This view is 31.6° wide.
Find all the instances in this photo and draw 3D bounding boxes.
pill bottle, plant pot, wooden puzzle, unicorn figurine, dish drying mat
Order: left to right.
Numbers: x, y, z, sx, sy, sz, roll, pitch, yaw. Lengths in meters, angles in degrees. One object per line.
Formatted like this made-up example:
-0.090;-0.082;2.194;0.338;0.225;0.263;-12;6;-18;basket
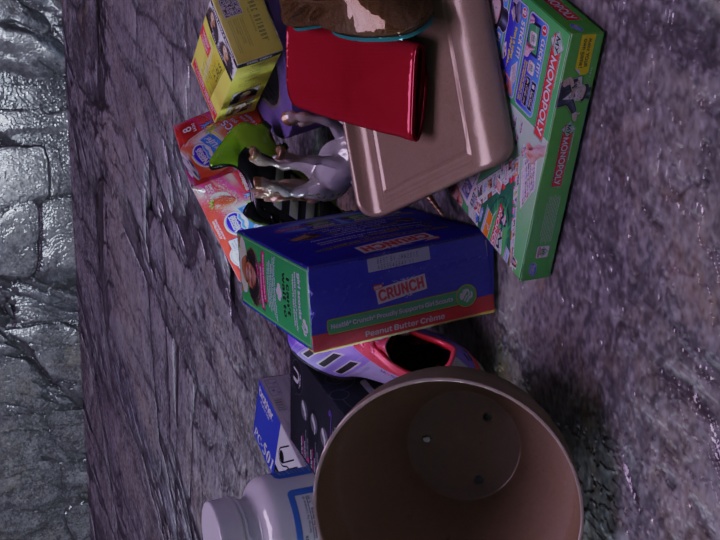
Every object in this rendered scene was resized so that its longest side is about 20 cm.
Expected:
-0.056;0.257;1.299;0.112;0.198;0.113;173;90;-70;pill bottle
-0.021;-0.097;1.172;0.200;0.136;0.075;-179;100;-67;unicorn figurine
-0.006;-0.160;1.058;0.199;0.018;0.078;24;115;54;dish drying mat
0.047;-0.153;1.024;0.200;0.037;0.187;-19;79;57;wooden puzzle
0.073;0.157;0.985;0.135;0.198;0.202;-54;-36;-72;plant pot

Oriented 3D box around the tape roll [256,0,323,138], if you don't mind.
-0.068;-0.240;1.273;0.200;0.084;0.202;161;90;-75;tape roll

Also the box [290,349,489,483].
0.021;0.146;1.166;0.200;0.121;0.107;-137;43;-59;box

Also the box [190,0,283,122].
-0.124;-0.210;1.246;0.200;0.050;0.076;148;101;-75;box

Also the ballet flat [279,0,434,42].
-0.014;-0.225;1.008;0.200;0.068;0.073;27;144;59;ballet flat

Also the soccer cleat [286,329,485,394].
0.015;0.065;1.105;0.199;0.069;0.073;18;159;30;soccer cleat

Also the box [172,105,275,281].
-0.126;-0.088;1.417;0.200;0.099;0.096;70;178;-57;box

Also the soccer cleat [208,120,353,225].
-0.068;-0.063;1.291;0.200;0.081;0.068;45;173;-6;soccer cleat

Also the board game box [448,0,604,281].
0.118;-0.113;0.956;0.135;0.029;0.201;-123;33;-48;board game box

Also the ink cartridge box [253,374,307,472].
-0.081;0.228;1.574;0.200;0.044;0.095;-123;34;-49;ink cartridge box

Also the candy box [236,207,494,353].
0.000;0.000;1.109;0.200;0.168;0.078;-158;59;-67;candy box
